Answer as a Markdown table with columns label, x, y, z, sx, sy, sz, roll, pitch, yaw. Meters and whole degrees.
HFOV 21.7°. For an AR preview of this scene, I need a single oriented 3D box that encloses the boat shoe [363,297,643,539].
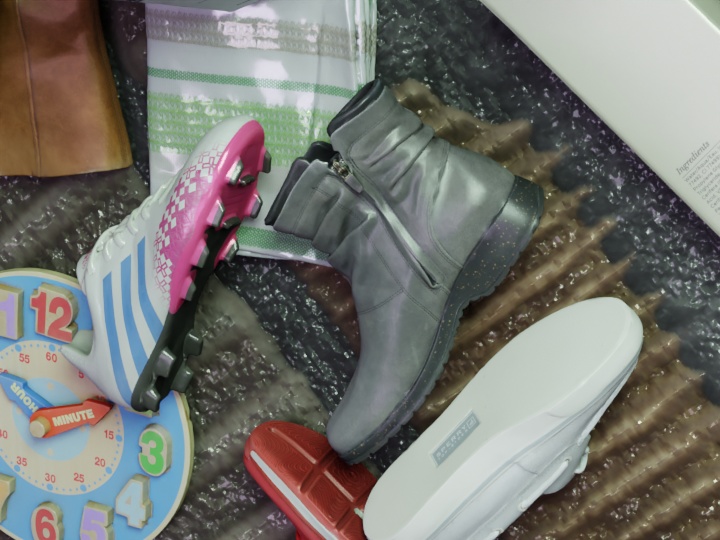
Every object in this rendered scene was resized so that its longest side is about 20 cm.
| label | x | y | z | sx | sy | sz | roll | pitch | yaw |
| --- | --- | --- | --- | --- | --- | --- | --- | --- | --- |
| boat shoe | 0.091 | 0.100 | 1.055 | 0.068 | 0.072 | 0.200 | 37 | 101 | -31 |

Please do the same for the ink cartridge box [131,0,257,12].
| label | x | y | z | sx | sy | sz | roll | pitch | yaw |
| --- | --- | --- | --- | --- | --- | --- | --- | --- | --- |
| ink cartridge box | -0.104 | -0.216 | 0.952 | 0.083 | 0.200 | 0.147 | -23 | 85 | 23 |

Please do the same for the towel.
| label | x | y | z | sx | sy | sz | roll | pitch | yaw |
| --- | --- | --- | --- | --- | --- | --- | --- | --- | --- |
| towel | -0.061 | -0.103 | 1.079 | 0.148 | 0.031 | 0.201 | 6 | 108 | 21 |

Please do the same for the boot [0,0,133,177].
| label | x | y | z | sx | sy | sz | roll | pitch | yaw |
| --- | --- | --- | --- | --- | --- | --- | --- | --- | --- |
| boot | -0.231 | -0.157 | 1.132 | 0.187 | 0.069 | 0.201 | 3 | 114 | 15 |

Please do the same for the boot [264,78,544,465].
| label | x | y | z | sx | sy | sz | roll | pitch | yaw |
| --- | --- | --- | --- | --- | --- | --- | --- | --- | --- |
| boot | 0.000 | 0.000 | 1.045 | 0.131 | 0.070 | 0.201 | 29 | 105 | -9 |

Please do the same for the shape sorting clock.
| label | x | y | z | sx | sy | sz | roll | pitch | yaw |
| --- | --- | --- | --- | --- | --- | --- | --- | --- | --- |
| shape sorting clock | -0.197 | 0.095 | 1.193 | 0.199 | 0.039 | 0.201 | 7 | 108 | 22 |

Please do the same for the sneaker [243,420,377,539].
| label | x | y | z | sx | sy | sz | roll | pitch | yaw |
| --- | --- | --- | --- | --- | --- | --- | --- | --- | --- |
| sneaker | -0.015 | 0.192 | 1.123 | 0.200 | 0.078 | 0.116 | 44 | 116 | 7 |

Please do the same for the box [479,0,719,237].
| label | x | y | z | sx | sy | sz | roll | pitch | yaw |
| --- | --- | --- | --- | --- | --- | --- | --- | --- | --- |
| box | 0.160 | -0.106 | 0.960 | 0.200 | 0.068 | 0.082 | 47 | 117 | 5 |

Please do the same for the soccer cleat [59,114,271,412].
| label | x | y | z | sx | sy | sz | roll | pitch | yaw |
| --- | --- | --- | --- | --- | --- | --- | --- | --- | --- |
| soccer cleat | -0.120 | -0.010 | 1.079 | 0.086 | 0.070 | 0.201 | 30 | 116 | 14 |
